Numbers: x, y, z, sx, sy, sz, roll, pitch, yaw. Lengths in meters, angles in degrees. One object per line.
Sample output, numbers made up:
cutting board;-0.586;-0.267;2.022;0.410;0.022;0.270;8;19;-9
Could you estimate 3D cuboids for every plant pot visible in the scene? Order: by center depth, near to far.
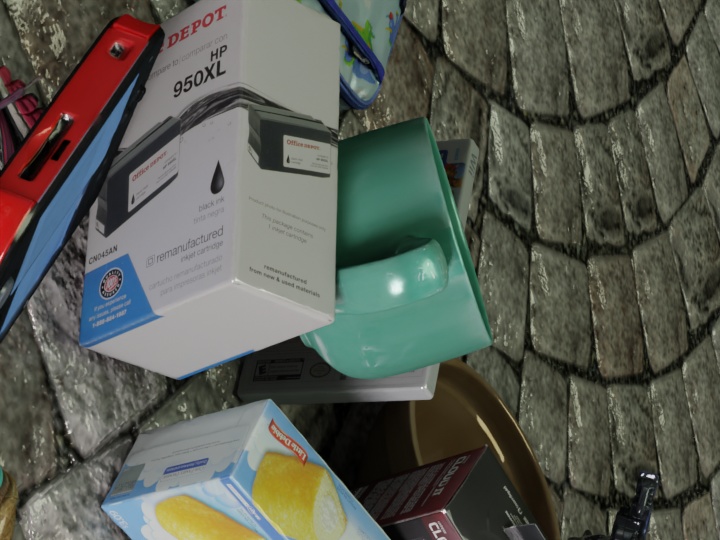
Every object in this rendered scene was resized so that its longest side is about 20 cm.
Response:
plant pot;0.059;0.171;1.398;0.201;0.092;0.201;44;30;-35

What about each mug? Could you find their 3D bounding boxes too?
mug;0.005;-0.014;1.174;0.185;0.114;0.153;60;14;-65

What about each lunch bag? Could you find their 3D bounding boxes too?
lunch bag;-0.045;-0.214;1.337;0.200;0.082;0.161;50;46;-43

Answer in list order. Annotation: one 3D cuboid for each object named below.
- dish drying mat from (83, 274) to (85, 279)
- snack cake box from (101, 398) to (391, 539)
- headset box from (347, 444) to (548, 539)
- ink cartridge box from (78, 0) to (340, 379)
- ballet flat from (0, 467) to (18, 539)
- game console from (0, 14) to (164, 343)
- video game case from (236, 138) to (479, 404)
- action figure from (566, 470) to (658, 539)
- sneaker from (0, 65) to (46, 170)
dish drying mat;-0.119;-0.039;1.231;0.077;0.018;0.200;61;37;-34
snack cake box;-0.051;0.178;1.173;0.200;0.115;0.067;51;42;-26
headset box;0.049;0.212;1.257;0.149;0.200;0.077;56;40;-13
ink cartridge box;-0.089;-0.054;1.132;0.084;0.144;0.201;22;58;-40
ballet flat;-0.231;0.181;0.959;0.200;0.068;0.073;-63;155;-50
game console;-0.170;-0.029;1.018;0.200;0.031;0.177;-63;179;-42
video game case;0.000;0.000;1.305;0.018;0.143;0.201;52;42;-49
action figure;0.184;0.259;1.620;0.193;0.104;0.201;-23;129;-64
sneaker;-0.227;-0.103;0.994;0.200;0.080;0.075;60;39;-35
